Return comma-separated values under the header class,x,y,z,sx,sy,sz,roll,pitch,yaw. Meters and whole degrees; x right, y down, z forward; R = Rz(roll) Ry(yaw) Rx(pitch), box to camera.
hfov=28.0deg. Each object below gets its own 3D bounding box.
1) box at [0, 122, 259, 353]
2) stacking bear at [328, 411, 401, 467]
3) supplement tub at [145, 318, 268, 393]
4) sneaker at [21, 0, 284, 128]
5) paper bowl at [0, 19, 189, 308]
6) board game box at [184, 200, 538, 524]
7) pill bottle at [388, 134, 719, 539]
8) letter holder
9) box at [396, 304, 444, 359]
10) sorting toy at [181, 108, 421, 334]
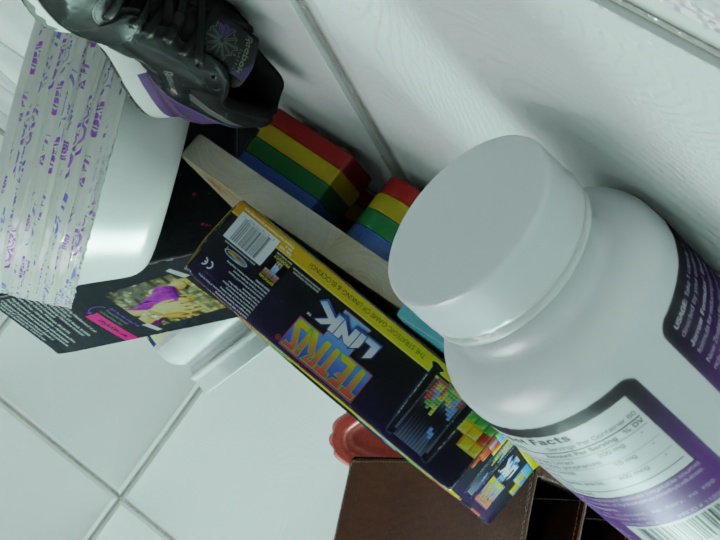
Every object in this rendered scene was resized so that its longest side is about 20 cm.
class,x,y,z,sx,sy,sz,roll,pitch,yaw
box,-0.159,-0.028,1.049,0.199,0.123,0.106,-12,151,16
stacking bear,0.055,0.102,1.257,0.113,0.122,0.200,24,-168,3
supplement tub,-0.140,-0.014,1.203,0.200,0.145,0.145,53,173,-1
sneaker,-0.097,-0.134,0.745,0.087,0.076,0.200,17,170,23
paper bowl,-0.168,-0.075,0.907,0.104,0.202,0.201,15,177,-11
board game box,0.006,0.059,0.849,0.200,0.057,0.165,38,174,20
pill bottle,0.106,0.036,0.612,0.200,0.112,0.111,41,172,-30
letter holder,0.073,0.210,0.983,0.100,0.143,0.199,25,160,-32
box,0.093,0.041,0.843,0.049,0.082,0.200,33,172,31
sorting toy,0.013,-0.011,0.923,0.198,0.070,0.200,35,173,32
